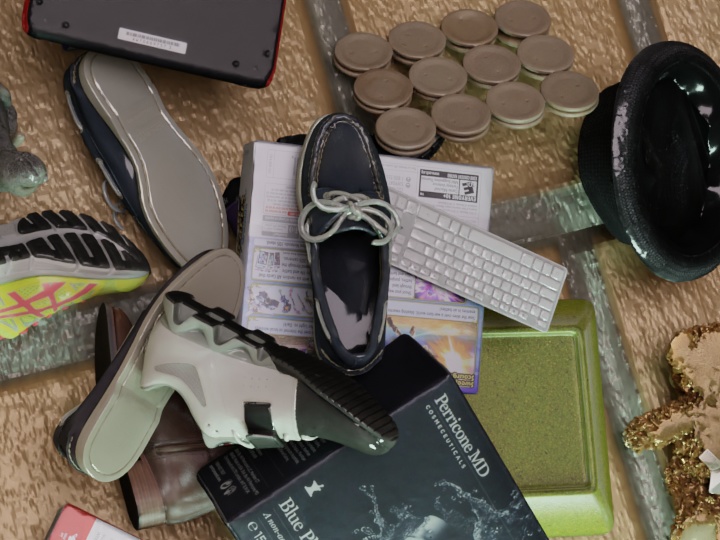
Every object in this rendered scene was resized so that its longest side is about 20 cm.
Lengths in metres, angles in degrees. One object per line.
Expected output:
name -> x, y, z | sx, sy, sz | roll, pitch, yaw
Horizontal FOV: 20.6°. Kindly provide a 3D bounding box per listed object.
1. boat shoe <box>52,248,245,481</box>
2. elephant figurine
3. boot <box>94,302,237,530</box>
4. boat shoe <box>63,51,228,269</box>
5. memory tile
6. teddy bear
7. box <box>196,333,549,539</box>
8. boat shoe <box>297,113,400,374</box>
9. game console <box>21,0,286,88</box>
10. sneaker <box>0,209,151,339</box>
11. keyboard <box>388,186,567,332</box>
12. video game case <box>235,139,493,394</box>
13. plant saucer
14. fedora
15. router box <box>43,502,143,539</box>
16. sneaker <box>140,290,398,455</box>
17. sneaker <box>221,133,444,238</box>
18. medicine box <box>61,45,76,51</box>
boat shoe -> -0.162, 0.062, 1.481 | 0.073, 0.063, 0.200 | 46, 69, -39
elephant figurine -> -0.309, -0.118, 1.477 | 0.155, 0.200, 0.142 | 11, 76, -13
boot -> -0.101, 0.101, 1.565 | 0.199, 0.064, 0.187 | -10, 82, -20
boat shoe -> -0.175, -0.082, 1.579 | 0.075, 0.062, 0.200 | -38, 99, -35
memory tile -> 0.087, -0.163, 1.656 | 0.199, 0.017, 0.154 | -14, 49, -17
teddy bear -> 0.294, 0.145, 1.670 | 0.145, 0.067, 0.201 | -23, 91, -10
box -> 0.016, 0.191, 1.497 | 0.200, 0.117, 0.197 | -34, 109, -7
boat shoe -> -0.011, -0.024, 1.478 | 0.075, 0.062, 0.201 | 4, 79, -8
game console -> -0.150, -0.244, 1.535 | 0.199, 0.031, 0.178 | 11, 82, -13
sneaker -> -0.259, 0.010, 1.539 | 0.199, 0.091, 0.078 | -3, 35, -31
keyboard -> 0.067, -0.015, 1.547 | 0.199, 0.011, 0.056 | 24, 81, -14
video game case -> 0.000, 0.000, 1.556 | 0.199, 0.045, 0.182 | 6, 85, -16
plant saucer -> 0.116, 0.119, 1.626 | 0.199, 0.048, 0.201 | -1, 79, -16
fedora -> 0.245, -0.091, 1.673 | 0.200, 0.091, 0.202 | 0, 90, -41
router box -> -0.189, 0.305, 1.500 | 0.179, 0.049, 0.201 | 27, 72, -9
sneaker -> -0.068, 0.097, 1.418 | 0.200, 0.074, 0.089 | 27, 100, 17
sneaker -> -0.023, -0.087, 1.621 | 0.200, 0.076, 0.088 | -33, 82, -20
medicine box -> -0.169, -0.297, 1.607 | 0.181, 0.103, 0.201 | -12, 81, -17
